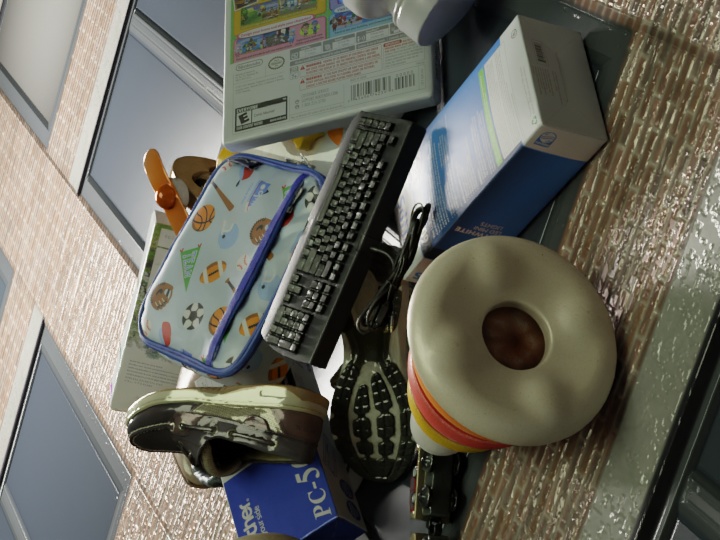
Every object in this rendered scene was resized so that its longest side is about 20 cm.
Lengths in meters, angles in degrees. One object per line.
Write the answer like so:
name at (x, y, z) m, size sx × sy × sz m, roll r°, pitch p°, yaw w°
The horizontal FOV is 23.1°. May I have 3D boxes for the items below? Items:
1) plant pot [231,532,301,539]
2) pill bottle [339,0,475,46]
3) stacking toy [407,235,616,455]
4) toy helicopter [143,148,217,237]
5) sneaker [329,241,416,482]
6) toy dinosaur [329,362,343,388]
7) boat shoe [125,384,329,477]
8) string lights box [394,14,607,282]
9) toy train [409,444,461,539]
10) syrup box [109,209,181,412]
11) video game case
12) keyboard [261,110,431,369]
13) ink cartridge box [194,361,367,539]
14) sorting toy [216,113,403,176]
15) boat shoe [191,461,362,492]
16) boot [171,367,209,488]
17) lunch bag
plant pot at (-0.068, 0.278, 1.321) m, size 0.201 × 0.199 × 0.135 m, roll -57°, pitch 39°, yaw 37°
pill bottle at (0.002, -0.273, 1.415) m, size 0.200 × 0.112 × 0.112 m, roll 44°, pitch 129°, yaw 13°
stacking toy at (0.076, 0.077, 1.219) m, size 0.200 × 0.145 × 0.147 m, roll 127°, pitch 145°, yaw -60°
toy helicopter at (-0.135, -0.055, 1.671) m, size 0.079 × 0.132 × 0.200 m, roll -65°, pitch 29°, yaw 25°
sneaker at (0.025, 0.068, 1.398) m, size 0.077 × 0.089 × 0.201 m, roll 6°, pitch 104°, yaw 23°
toy dinosaur at (0.000, 0.000, 1.489) m, size 0.106 × 0.060 × 0.201 m, roll 9°, pitch 90°, yaw 37°
boat shoe at (-0.113, 0.132, 1.406) m, size 0.199 × 0.072 × 0.065 m, roll -8°, pitch 61°, yaw 33°
string lights box at (0.095, -0.082, 1.303) m, size 0.200 × 0.059 × 0.103 m, roll -50°, pitch 39°, yaw 45°
toy train at (0.053, 0.164, 1.322) m, size 0.046 × 0.034 × 0.201 m, roll 152°, pitch 125°, yaw -62°
syrup box at (-0.196, 0.049, 1.796) m, size 0.081 × 0.078 × 0.201 m, roll -127°, pitch 51°, yaw -77°
video game case at (-0.027, -0.205, 1.514) m, size 0.199 × 0.022 × 0.183 m, roll -11°, pitch 65°, yaw 23°
keyboard at (-0.002, -0.021, 1.331) m, size 0.127 × 0.021 × 0.201 m, roll 18°, pitch 84°, yaw 43°
ink cartridge box at (-0.068, 0.150, 1.440) m, size 0.094 × 0.044 × 0.201 m, roll -35°, pitch 49°, yaw 17°
sorting toy at (-0.023, -0.121, 1.545) m, size 0.180 × 0.107 × 0.201 m, roll 17°, pitch 96°, yaw 44°
boat shoe at (-0.072, 0.164, 1.508) m, size 0.200 × 0.090 × 0.071 m, roll -23°, pitch 60°, yaw 59°
boot at (-0.138, 0.086, 1.673) m, size 0.201 × 0.070 × 0.147 m, roll -94°, pitch 15°, yaw -48°
lunch bag at (-0.088, -0.003, 1.460) m, size 0.160 × 0.075 × 0.201 m, roll 19°, pitch 80°, yaw 47°
